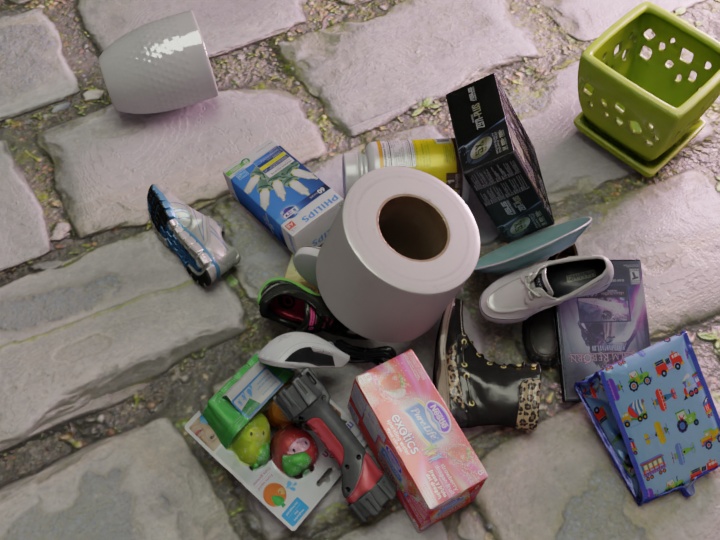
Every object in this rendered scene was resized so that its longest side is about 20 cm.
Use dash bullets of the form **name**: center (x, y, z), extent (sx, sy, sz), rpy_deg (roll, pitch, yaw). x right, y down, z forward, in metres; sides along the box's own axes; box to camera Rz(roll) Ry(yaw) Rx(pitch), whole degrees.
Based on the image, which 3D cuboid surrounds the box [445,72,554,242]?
- **box**: center (0.217, -0.171, 1.617), extent (0.085, 0.200, 0.166), rpy_deg (-21, 53, 17)

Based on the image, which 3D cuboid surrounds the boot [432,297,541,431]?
- **boot**: center (0.179, 0.136, 1.481), extent (0.147, 0.074, 0.203), rpy_deg (5, 56, 2)

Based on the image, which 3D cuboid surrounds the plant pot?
- **plant pot**: center (0.477, -0.290, 1.732), extent (0.198, 0.183, 0.199), rpy_deg (39, 62, 24)

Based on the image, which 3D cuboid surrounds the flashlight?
- **flashlight**: center (-0.036, 0.230, 1.363), extent (0.201, 0.068, 0.068), rpy_deg (50, 42, -1)

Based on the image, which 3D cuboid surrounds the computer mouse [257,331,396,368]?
- **computer mouse**: center (-0.052, 0.108, 1.431), extent (0.198, 0.045, 0.109), rpy_deg (5, 4, -44)

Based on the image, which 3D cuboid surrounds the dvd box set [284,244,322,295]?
- **dvd box set**: center (-0.036, -0.012, 1.604), extent (0.143, 0.030, 0.202), rpy_deg (12, 54, 6)

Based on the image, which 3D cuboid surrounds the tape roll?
- **tape roll**: center (0.049, -0.022, 1.442), extent (0.199, 0.140, 0.206), rpy_deg (10, 57, -15)

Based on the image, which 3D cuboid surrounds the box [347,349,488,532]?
- **box**: center (0.072, 0.224, 1.382), extent (0.093, 0.103, 0.202), rpy_deg (-23, 65, -19)

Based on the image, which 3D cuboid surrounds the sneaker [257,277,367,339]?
- **sneaker**: center (-0.055, 0.067, 1.489), extent (0.196, 0.078, 0.084), rpy_deg (9, 24, 7)

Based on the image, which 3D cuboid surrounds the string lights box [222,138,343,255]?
- **string lights box**: center (-0.117, -0.114, 1.630), extent (0.102, 0.059, 0.200), rpy_deg (-36, 52, -17)

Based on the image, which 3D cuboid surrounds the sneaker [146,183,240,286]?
- **sneaker**: center (-0.257, -0.063, 1.617), extent (0.086, 0.075, 0.201), rpy_deg (-26, 64, -32)

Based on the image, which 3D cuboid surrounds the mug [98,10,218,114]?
- **mug**: center (-0.349, -0.349, 1.778), extent (0.172, 0.150, 0.200), rpy_deg (-19, 26, -7)

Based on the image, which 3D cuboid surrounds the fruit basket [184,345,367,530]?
- **fruit basket**: center (-0.106, 0.215, 1.400), extent (0.199, 0.094, 0.185), rpy_deg (38, 53, 12)

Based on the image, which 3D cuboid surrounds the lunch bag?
- **lunch bag**: center (0.410, 0.210, 1.423), extent (0.148, 0.094, 0.203), rpy_deg (-20, 78, -16)

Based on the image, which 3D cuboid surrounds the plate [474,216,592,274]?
- **plate**: center (0.255, -0.031, 1.556), extent (0.198, 0.200, 0.026), rpy_deg (-26, 95, -19)

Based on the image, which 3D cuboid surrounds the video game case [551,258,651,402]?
- **video game case**: center (0.348, 0.085, 1.506), extent (0.140, 0.019, 0.204), rpy_deg (-1, 76, -10)

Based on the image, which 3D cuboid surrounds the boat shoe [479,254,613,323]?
- **boat shoe**: center (0.258, 0.018, 1.473), extent (0.197, 0.065, 0.075), rpy_deg (-22, 73, 11)

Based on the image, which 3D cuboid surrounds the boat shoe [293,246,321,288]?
- **boat shoe**: center (0.000, 0.000, 1.534), extent (0.196, 0.073, 0.066), rpy_deg (17, 50, 0)

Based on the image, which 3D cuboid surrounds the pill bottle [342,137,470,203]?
- **pill bottle**: center (0.071, -0.151, 1.660), extent (0.196, 0.110, 0.111), rpy_deg (-3, 54, -4)

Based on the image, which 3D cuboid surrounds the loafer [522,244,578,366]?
- **loafer**: center (0.285, 0.046, 1.550), extent (0.071, 0.073, 0.203), rpy_deg (12, 55, 5)
